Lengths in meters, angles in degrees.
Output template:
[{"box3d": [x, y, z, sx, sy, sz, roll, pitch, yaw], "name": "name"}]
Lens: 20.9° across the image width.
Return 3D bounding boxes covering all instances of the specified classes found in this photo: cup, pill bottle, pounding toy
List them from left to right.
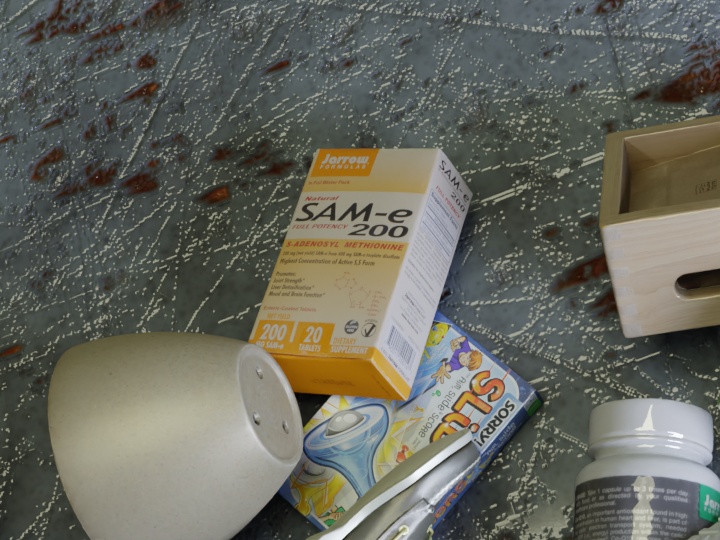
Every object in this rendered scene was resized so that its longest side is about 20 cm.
[{"box3d": [-0.130, 0.130, 1.538, 0.143, 0.200, 0.201, -21, 64, 20], "name": "cup"}, {"box3d": [0.215, 0.205, 1.464, 0.113, 0.113, 0.201, -1, 69, 17], "name": "pill bottle"}, {"box3d": [0.296, -0.019, 1.504, 0.199, 0.143, 0.184, -8, 29, 14], "name": "pounding toy"}]

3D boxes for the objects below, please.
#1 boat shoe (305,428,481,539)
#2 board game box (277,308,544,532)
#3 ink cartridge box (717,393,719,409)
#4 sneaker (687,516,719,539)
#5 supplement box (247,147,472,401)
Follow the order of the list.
[{"box3d": [0.018, 0.201, 1.514, 0.201, 0.072, 0.060, -38, 92, -12], "name": "boat shoe"}, {"box3d": [0.034, 0.138, 1.590, 0.135, 0.034, 0.200, 38, 84, 26], "name": "board game box"}, {"box3d": [0.371, 0.103, 1.418, 0.200, 0.059, 0.104, 33, 120, -1], "name": "ink cartridge box"}, {"box3d": [0.306, 0.210, 1.427, 0.076, 0.199, 0.081, -11, 98, 52], "name": "sneaker"}, {"box3d": [0.000, 0.000, 1.607, 0.126, 0.074, 0.201, 1, 60, 31], "name": "supplement box"}]
